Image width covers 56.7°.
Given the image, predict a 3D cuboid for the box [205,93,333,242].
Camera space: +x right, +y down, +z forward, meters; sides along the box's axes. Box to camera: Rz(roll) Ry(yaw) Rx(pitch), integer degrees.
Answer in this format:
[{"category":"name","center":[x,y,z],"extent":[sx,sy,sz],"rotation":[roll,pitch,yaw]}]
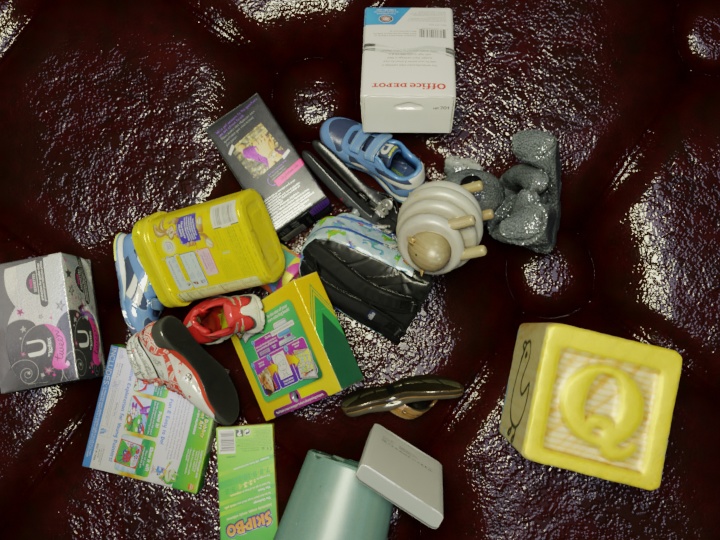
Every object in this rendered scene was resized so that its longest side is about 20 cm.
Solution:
[{"category":"box","center":[-0.144,-0.160,1.081],"extent":[0.105,0.122,0.201],"rotation":[-33,85,0]}]

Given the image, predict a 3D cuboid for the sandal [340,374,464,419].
[{"category":"sandal","center":[0.068,0.212,1.068],"extent":[0.197,0.082,0.055],"rotation":[-13,101,-1]}]

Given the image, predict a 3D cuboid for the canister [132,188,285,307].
[{"category":"canister","center":[-0.227,-0.032,1.013],"extent":[0.197,0.087,0.150],"rotation":[-12,109,24]}]

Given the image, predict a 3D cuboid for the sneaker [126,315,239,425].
[{"category":"sneaker","center":[-0.282,0.168,1.052],"extent":[0.107,0.067,0.203],"rotation":[-23,110,31]}]

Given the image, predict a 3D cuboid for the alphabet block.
[{"category":"alphabet block","center":[0.331,0.190,0.997],"extent":[0.193,0.200,0.198],"rotation":[11,85,3]}]

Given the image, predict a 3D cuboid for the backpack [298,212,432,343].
[{"category":"backpack","center":[0.000,0.000,1.049],"extent":[0.197,0.164,0.155],"rotation":[16,45,-7]}]

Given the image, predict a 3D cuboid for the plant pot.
[{"category":"plant pot","center":[-0.039,0.388,1.007],"extent":[0.197,0.200,0.199],"rotation":[16,78,3]}]

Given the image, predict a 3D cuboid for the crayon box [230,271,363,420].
[{"category":"crayon box","center":[-0.107,0.121,1.032],"extent":[0.199,0.058,0.174],"rotation":[-29,82,42]}]

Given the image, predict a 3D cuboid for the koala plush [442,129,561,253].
[{"category":"koala plush","center":[0.212,-0.110,1.065],"extent":[0.197,0.184,0.180],"rotation":[4,76,23]}]

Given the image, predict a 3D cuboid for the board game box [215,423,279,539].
[{"category":"board game box","center":[-0.183,0.355,1.088],"extent":[0.094,0.030,0.203],"rotation":[-4,83,2]}]

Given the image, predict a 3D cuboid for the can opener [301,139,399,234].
[{"category":"can opener","center":[-0.015,-0.128,1.075],"extent":[0.199,0.078,0.064],"rotation":[40,60,-10]}]

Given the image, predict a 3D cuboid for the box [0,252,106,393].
[{"category":"box","center":[-0.503,0.085,1.077],"extent":[0.130,0.115,0.203],"rotation":[-11,85,1]}]

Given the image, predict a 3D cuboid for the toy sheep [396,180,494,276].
[{"category":"toy sheep","center":[0.117,-0.067,0.958],"extent":[0.136,0.201,0.139],"rotation":[10,126,14]}]

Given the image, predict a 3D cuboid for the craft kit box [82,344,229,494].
[{"category":"craft kit box","center":[-0.333,0.240,1.095],"extent":[0.195,0.049,0.203],"rotation":[13,86,6]}]

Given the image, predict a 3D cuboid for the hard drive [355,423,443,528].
[{"category":"hard drive","center":[0.063,0.299,0.996],"extent":[0.131,0.200,0.027],"rotation":[32,96,4]}]

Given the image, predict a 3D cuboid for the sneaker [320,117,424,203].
[{"category":"sneaker","center":[0.024,-0.193,1.086],"extent":[0.199,0.082,0.074],"rotation":[33,74,3]}]

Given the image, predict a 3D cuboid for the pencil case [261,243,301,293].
[{"category":"pencil case","center":[-0.180,-0.031,1.094],"extent":[0.199,0.088,0.089],"rotation":[32,87,3]}]

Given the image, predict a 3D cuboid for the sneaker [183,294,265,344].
[{"category":"sneaker","center":[-0.232,0.073,1.035],"extent":[0.199,0.084,0.078],"rotation":[-19,79,44]}]

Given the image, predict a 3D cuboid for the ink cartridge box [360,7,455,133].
[{"category":"ink cartridge box","center":[0.075,-0.322,1.069],"extent":[0.144,0.086,0.203],"rotation":[2,61,2]}]

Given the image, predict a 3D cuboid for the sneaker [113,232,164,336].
[{"category":"sneaker","center":[-0.348,0.030,1.098],"extent":[0.081,0.074,0.203],"rotation":[-11,86,-1]}]
